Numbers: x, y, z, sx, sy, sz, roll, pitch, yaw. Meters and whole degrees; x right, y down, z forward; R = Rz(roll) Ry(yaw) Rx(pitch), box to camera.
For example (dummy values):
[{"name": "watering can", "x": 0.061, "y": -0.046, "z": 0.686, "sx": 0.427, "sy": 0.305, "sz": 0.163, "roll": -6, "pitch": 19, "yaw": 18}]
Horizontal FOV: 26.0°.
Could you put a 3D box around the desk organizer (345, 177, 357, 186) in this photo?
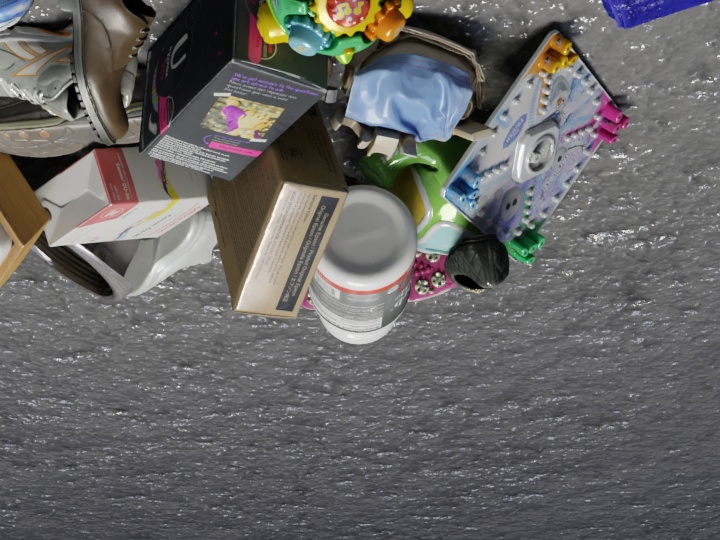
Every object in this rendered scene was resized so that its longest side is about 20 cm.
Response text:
[{"name": "desk organizer", "x": 0.007, "y": -0.049, "z": 1.860, "sx": 0.198, "sy": 0.078, "sz": 0.071, "roll": 17, "pitch": 149, "yaw": -35}]

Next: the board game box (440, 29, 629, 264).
[{"name": "board game box", "x": 0.187, "y": -0.120, "z": 1.616, "sx": 0.026, "sy": 0.201, "sz": 0.200, "roll": 35, "pitch": 180, "yaw": 35}]

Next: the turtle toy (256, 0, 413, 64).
[{"name": "turtle toy", "x": -0.022, "y": -0.266, "z": 1.335, "sx": 0.144, "sy": 0.101, "sz": 0.202, "roll": -12, "pitch": 124, "yaw": -7}]

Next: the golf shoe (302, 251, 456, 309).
[{"name": "golf shoe", "x": 0.022, "y": 0.008, "z": 1.824, "sx": 0.197, "sy": 0.076, "sz": 0.092, "roll": -4, "pitch": 170, "yaw": 10}]

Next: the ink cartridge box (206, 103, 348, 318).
[{"name": "ink cartridge box", "x": -0.089, "y": -0.078, "z": 1.590, "sx": 0.074, "sy": 0.201, "sz": 0.166, "roll": 8, "pitch": 127, "yaw": -22}]

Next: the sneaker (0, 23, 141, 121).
[{"name": "sneaker", "x": -0.310, "y": -0.188, "z": 1.526, "sx": 0.197, "sy": 0.093, "sz": 0.076, "roll": -8, "pitch": 155, "yaw": 16}]

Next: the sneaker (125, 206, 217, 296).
[{"name": "sneaker", "x": -0.228, "y": -0.020, "z": 1.924, "sx": 0.088, "sy": 0.076, "sz": 0.199, "roll": 4, "pitch": 156, "yaw": -41}]

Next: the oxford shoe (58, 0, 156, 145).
[{"name": "oxford shoe", "x": -0.227, "y": -0.208, "z": 1.430, "sx": 0.083, "sy": 0.073, "sz": 0.202, "roll": -6, "pitch": 122, "yaw": -5}]

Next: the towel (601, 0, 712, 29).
[{"name": "towel", "x": 0.266, "y": -0.292, "z": 1.395, "sx": 0.146, "sy": 0.050, "sz": 0.200, "roll": -11, "pitch": 153, "yaw": 21}]

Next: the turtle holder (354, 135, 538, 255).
[{"name": "turtle holder", "x": 0.089, "y": -0.082, "z": 1.689, "sx": 0.131, "sy": 0.142, "sz": 0.185, "roll": -39, "pitch": 169, "yaw": 29}]

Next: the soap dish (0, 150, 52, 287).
[{"name": "soap dish", "x": -0.417, "y": -0.082, "z": 1.646, "sx": 0.081, "sy": 0.201, "sz": 0.157, "roll": -30, "pitch": 173, "yaw": -36}]

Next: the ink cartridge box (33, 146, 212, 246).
[{"name": "ink cartridge box", "x": -0.240, "y": -0.083, "z": 1.701, "sx": 0.116, "sy": 0.068, "sz": 0.199, "roll": -28, "pitch": 168, "yaw": 38}]

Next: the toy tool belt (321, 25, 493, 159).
[{"name": "toy tool belt", "x": 0.027, "y": -0.173, "z": 1.530, "sx": 0.197, "sy": 0.124, "sz": 0.126, "roll": 4, "pitch": 129, "yaw": -12}]

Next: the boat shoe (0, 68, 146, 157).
[{"name": "boat shoe", "x": -0.298, "y": -0.166, "z": 1.598, "sx": 0.197, "sy": 0.074, "sz": 0.075, "roll": -6, "pitch": 161, "yaw": -6}]

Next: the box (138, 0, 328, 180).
[{"name": "box", "x": -0.123, "y": -0.190, "z": 1.497, "sx": 0.105, "sy": 0.124, "sz": 0.200, "roll": 15, "pitch": 149, "yaw": -29}]

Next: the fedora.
[{"name": "fedora", "x": -0.326, "y": -0.052, "z": 1.780, "sx": 0.200, "sy": 0.091, "sz": 0.176, "roll": 42, "pitch": 160, "yaw": -30}]

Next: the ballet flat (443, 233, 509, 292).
[{"name": "ballet flat", "x": 0.124, "y": 0.004, "z": 1.668, "sx": 0.066, "sy": 0.058, "sz": 0.200, "roll": -5, "pitch": 171, "yaw": 2}]

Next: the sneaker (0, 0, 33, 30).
[{"name": "sneaker", "x": -0.383, "y": -0.266, "z": 1.373, "sx": 0.198, "sy": 0.080, "sz": 0.089, "roll": 9, "pitch": 155, "yaw": -22}]

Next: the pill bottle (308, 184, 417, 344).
[{"name": "pill bottle", "x": 0.000, "y": 0.000, "z": 1.672, "sx": 0.114, "sy": 0.117, "sz": 0.200, "roll": -1, "pitch": 158, "yaw": -2}]
